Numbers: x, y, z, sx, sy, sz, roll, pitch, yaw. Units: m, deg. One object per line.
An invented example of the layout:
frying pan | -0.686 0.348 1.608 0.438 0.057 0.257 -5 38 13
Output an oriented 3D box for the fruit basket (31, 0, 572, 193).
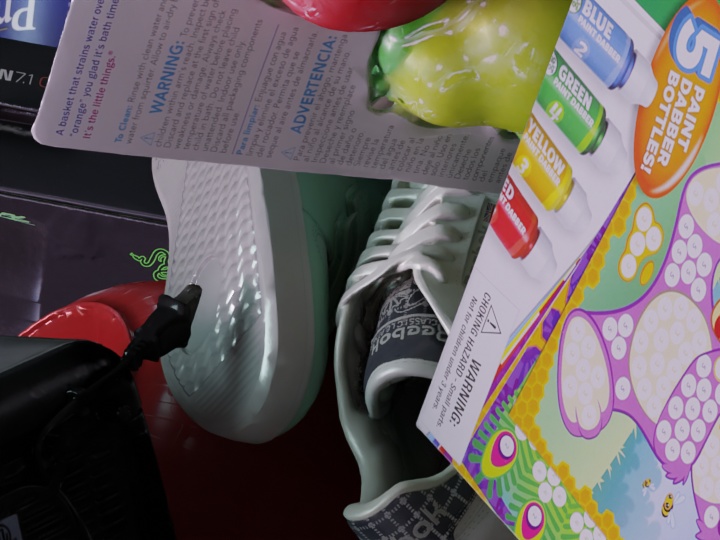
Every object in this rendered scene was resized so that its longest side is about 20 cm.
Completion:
fruit basket | 0.029 -0.102 0.701 0.094 0.199 0.186 -110 35 -50

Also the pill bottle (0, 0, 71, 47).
pill bottle | -0.118 -0.089 1.203 0.112 0.111 0.201 159 118 -66

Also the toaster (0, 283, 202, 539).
toaster | -0.134 0.117 0.744 0.118 0.200 0.182 6 112 41

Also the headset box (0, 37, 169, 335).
headset box | -0.139 0.002 1.065 0.093 0.173 0.201 -83 5 -47

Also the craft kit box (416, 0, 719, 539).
craft kit box | 0.106 0.008 0.606 0.197 0.048 0.201 44 125 43

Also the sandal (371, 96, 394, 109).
sandal | 0.000 -0.130 0.855 0.082 0.054 0.201 135 140 -56

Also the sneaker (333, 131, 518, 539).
sneaker | 0.033 0.004 0.779 0.076 0.080 0.201 -32 44 36

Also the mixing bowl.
mixing bowl | -0.074 0.080 0.893 0.200 0.108 0.201 -31 39 29

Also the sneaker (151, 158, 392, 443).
sneaker | 0.000 0.000 0.843 0.074 0.118 0.201 -60 19 23
